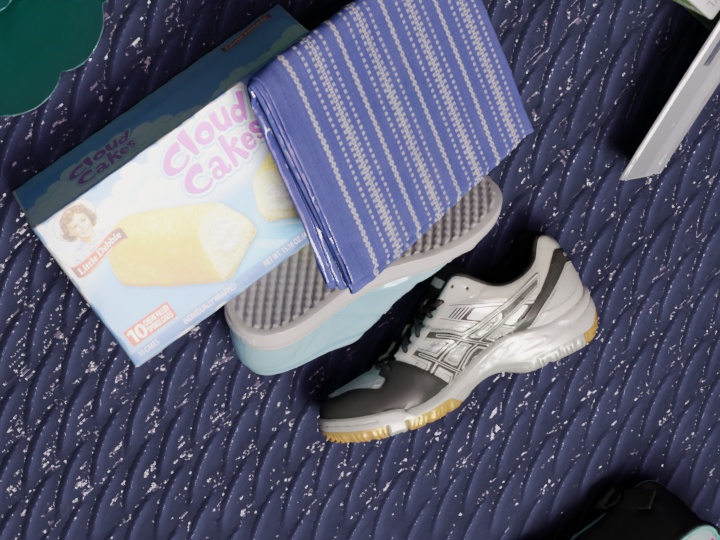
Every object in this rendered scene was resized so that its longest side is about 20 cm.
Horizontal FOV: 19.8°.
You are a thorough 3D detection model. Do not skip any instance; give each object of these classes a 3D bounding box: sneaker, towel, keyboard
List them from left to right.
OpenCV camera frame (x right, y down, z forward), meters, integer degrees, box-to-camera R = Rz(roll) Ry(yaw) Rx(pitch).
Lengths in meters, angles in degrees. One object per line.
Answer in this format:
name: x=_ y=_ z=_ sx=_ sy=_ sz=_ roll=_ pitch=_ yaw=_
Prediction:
sneaker: x=0.000 y=0.000 z=1.310 sx=0.199 sy=0.074 sz=0.082 roll=-26 pitch=154 yaw=-17
towel: x=0.020 y=-0.095 z=1.233 sx=0.200 sy=0.024 sz=0.145 roll=-41 pitch=116 yaw=-38
sneaker: x=0.053 y=0.041 z=1.343 sx=0.199 sy=0.076 sz=0.088 roll=-27 pitch=103 yaw=-12
keyboard: x=0.229 y=-0.142 z=1.322 sx=0.056 sy=0.011 sz=0.201 roll=-5 pitch=130 yaw=-58

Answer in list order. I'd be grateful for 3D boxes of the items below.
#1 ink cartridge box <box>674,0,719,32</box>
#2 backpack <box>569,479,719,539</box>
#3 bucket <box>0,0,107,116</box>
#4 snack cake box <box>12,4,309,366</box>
ink cartridge box: x=0.208 y=-0.229 z=1.284 sx=0.200 sy=0.059 sz=0.104 roll=35 pitch=95 yaw=-29
backpack: x=0.210 y=0.275 z=1.448 sx=0.175 sy=0.153 sz=0.201 roll=-37 pitch=126 yaw=-8
bucket: x=-0.238 y=-0.181 z=1.096 sx=0.206 sy=0.135 sz=0.209 roll=-8 pitch=114 yaw=-18
snack cake box: x=-0.093 y=-0.052 z=1.243 sx=0.200 sy=0.067 sz=0.115 roll=-36 pitch=120 yaw=-3
